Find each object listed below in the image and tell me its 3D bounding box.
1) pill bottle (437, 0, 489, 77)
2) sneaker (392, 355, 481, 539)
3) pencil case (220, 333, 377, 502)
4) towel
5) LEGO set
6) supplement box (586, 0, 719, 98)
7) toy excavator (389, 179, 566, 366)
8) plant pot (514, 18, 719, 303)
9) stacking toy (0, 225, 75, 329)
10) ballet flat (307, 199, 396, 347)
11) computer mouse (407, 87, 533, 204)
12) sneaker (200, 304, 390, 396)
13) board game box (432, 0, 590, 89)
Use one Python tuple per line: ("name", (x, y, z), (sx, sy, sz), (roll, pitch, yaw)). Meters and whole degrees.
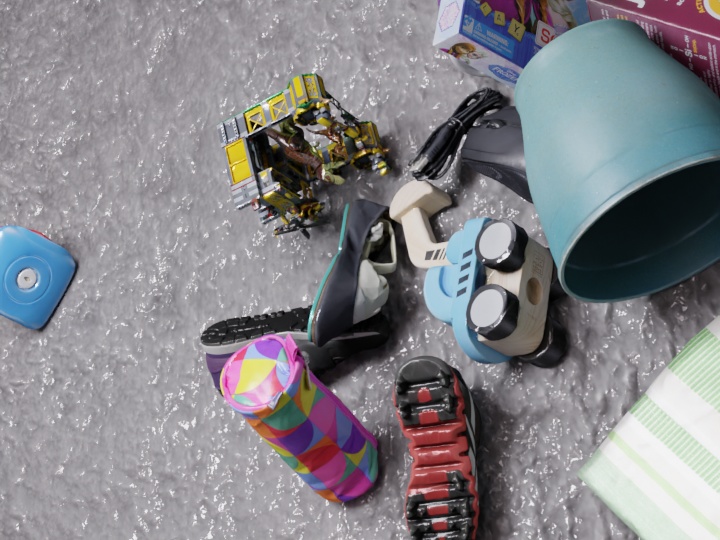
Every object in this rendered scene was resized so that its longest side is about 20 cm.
("pill bottle", (0.129, -0.311, 1.371), (0.111, 0.111, 0.202), (-23, 59, 25))
("sneaker", (0.079, 0.177, 1.226), (0.070, 0.098, 0.203), (-7, 89, 19))
("pencil case", (-0.052, 0.141, 1.248), (0.088, 0.200, 0.089), (-15, 50, 19))
("towel", (0.296, 0.145, 1.116), (0.201, 0.023, 0.153), (-52, 50, 7))
("LEGO set", (-0.052, -0.100, 1.364), (0.152, 0.200, 0.117), (-20, 67, 11))
("supplement box", (0.319, -0.224, 1.197), (0.199, 0.086, 0.110), (28, 66, 39))
("toy excavator", (0.098, -0.004, 1.281), (0.199, 0.100, 0.197), (-7, 65, 42))
("plant pot", (0.229, -0.106, 1.149), (0.199, 0.200, 0.189), (-33, 58, 19))
("stacking toy", (-0.455, -0.015, 1.678), (0.199, 0.116, 0.110), (25, 85, 53))
("ballet flat", (0.000, 0.000, 1.327), (0.072, 0.073, 0.201), (-18, 34, 28))
("computer mouse", (0.150, -0.122, 1.291), (0.199, 0.053, 0.139), (26, 62, 35))
("sneaker", (-0.061, 0.090, 1.372), (0.198, 0.088, 0.076), (-7, 22, 13))
("board game box", (0.170, -0.267, 1.264), (0.041, 0.199, 0.202), (-17, 58, 52))
